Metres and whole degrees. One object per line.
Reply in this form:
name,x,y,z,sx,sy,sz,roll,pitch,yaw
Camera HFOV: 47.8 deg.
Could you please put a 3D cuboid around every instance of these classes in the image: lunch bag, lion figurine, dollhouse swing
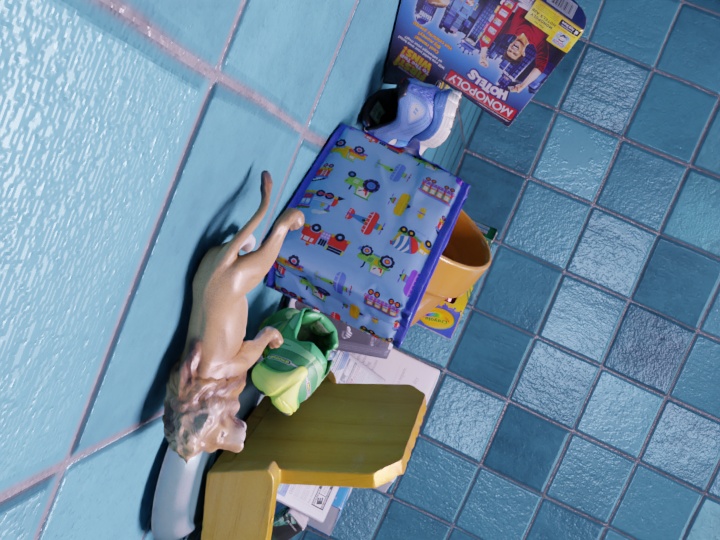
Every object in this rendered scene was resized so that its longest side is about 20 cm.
lunch bag,0.015,-0.054,0.800,0.094,0.149,0.202,100,15,-64
lion figurine,-0.102,0.036,0.608,0.122,0.071,0.203,-41,140,-57
dollhouse swing,-0.039,0.212,0.822,0.200,0.173,0.185,-53,154,-67

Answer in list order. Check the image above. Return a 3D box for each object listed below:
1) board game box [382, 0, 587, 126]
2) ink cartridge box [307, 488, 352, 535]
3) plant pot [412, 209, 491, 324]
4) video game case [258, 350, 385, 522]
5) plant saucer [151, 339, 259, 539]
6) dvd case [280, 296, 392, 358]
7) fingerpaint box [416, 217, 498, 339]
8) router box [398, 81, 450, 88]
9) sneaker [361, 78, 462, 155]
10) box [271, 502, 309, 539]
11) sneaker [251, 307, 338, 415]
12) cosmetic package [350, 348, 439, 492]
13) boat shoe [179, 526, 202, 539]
board game box,0.115,-0.261,0.893,0.062,0.199,0.200,-59,-176,-38
ink cartridge box,-0.064,0.292,1.330,0.145,0.145,0.201,104,13,-56
plant pot,0.042,-0.006,1.081,0.184,0.199,0.200,-53,179,26
video game case,-0.067,0.186,1.007,0.182,0.022,0.202,39,69,-37
plant saucer,-0.139,0.164,0.779,0.200,0.027,0.203,19,89,-83
dvd case,0.000,0.000,0.927,0.203,0.148,0.025,-69,-154,18
fingerpaint box,0.082,-0.018,1.221,0.169,0.198,0.073,-68,171,21
router box,0.115,-0.317,1.112,0.157,0.052,0.203,-43,155,-74
sneaker,0.041,-0.172,0.945,0.200,0.088,0.080,-36,-148,66
box,-0.132,0.349,1.111,0.200,0.036,0.144,-41,-178,22
sneaker,-0.057,0.079,0.807,0.083,0.074,0.200,-39,-167,5
cosmetic package,-0.014,0.193,1.170,0.168,0.197,0.168,96,19,-69
boat shoe,-0.170,0.296,0.869,0.071,0.063,0.202,89,22,-71
